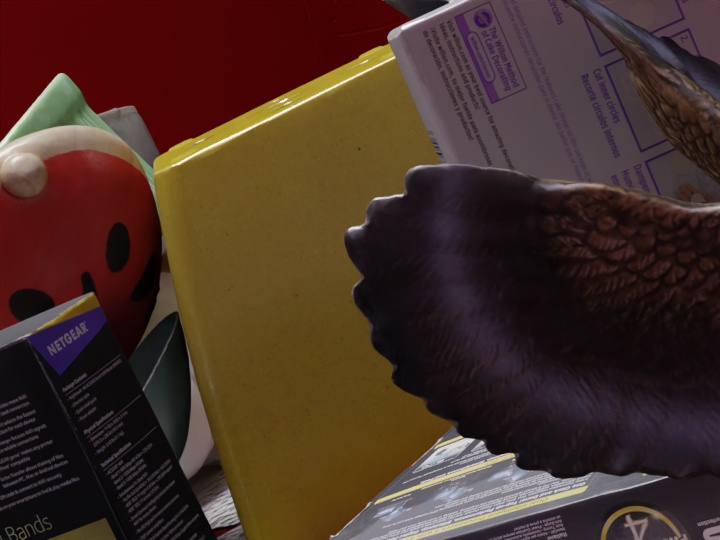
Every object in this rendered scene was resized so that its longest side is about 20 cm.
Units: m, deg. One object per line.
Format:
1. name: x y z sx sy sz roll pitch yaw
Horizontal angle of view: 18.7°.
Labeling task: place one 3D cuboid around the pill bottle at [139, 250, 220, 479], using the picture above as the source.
1. pill bottle: -0.087 0.045 1.222 0.114 0.115 0.200 -20 14 36

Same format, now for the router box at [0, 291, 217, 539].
1. router box: -0.150 0.117 0.799 0.199 0.158 0.052 -21 9 27

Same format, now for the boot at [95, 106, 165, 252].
1. boot: -0.149 0.012 1.322 0.072 0.200 0.182 -26 5 41

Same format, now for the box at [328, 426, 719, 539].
1. box: 0.095 0.067 0.738 0.200 0.049 0.161 -21 7 33

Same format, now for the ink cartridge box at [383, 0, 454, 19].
1. ink cartridge box: 0.136 -0.076 0.994 0.199 0.041 0.199 3 -15 41

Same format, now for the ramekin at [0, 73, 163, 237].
1. ramekin: -0.189 0.000 1.189 0.200 0.098 0.200 -49 9 10

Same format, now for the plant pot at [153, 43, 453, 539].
1. plant pot: 0.000 0.000 1.017 0.199 0.177 0.200 -27 7 -2

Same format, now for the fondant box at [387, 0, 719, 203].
1. fondant box: 0.128 -0.055 0.739 0.199 0.145 0.058 -24 5 -1

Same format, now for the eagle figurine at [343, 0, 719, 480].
1. eagle figurine: 0.119 -0.015 0.611 0.200 0.152 0.151 0 -3 45

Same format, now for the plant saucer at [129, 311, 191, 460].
1. plant saucer: -0.126 0.112 1.006 0.201 0.039 0.201 -55 8 12

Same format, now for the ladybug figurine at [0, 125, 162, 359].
1. ladybug figurine: -0.144 0.007 1.000 0.136 0.072 0.200 -36 -18 -16
